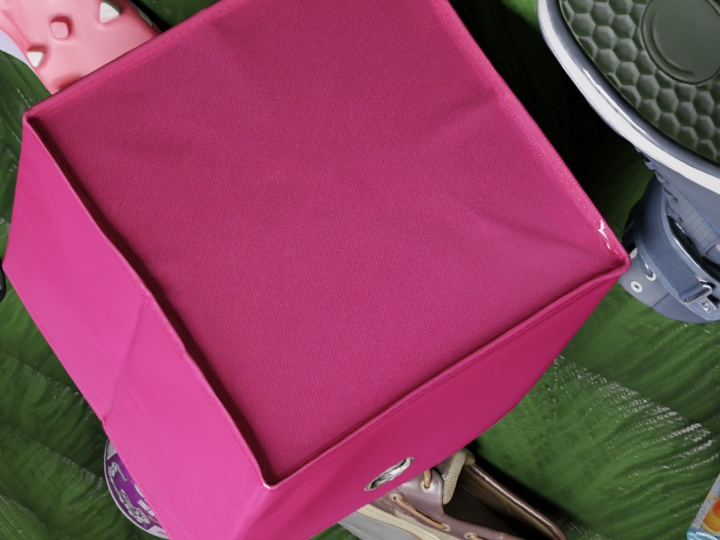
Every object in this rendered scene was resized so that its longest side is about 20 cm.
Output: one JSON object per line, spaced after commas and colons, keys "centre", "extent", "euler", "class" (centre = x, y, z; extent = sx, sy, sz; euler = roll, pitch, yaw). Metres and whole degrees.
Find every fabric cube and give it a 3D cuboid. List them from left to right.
{"centre": [-0.028, -0.002, 1.173], "extent": [0.200, 0.196, 0.199], "euler": [57, 160, 10], "class": "fabric cube"}

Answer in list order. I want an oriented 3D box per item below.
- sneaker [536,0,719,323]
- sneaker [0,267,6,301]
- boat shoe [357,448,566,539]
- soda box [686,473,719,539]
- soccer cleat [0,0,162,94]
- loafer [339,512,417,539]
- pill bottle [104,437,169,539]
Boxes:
{"centre": [0.128, -0.049, 1.097], "extent": [0.202, 0.077, 0.146], "euler": [37, 156, -16], "class": "sneaker"}
{"centre": [-0.330, -0.037, 1.809], "extent": [0.088, 0.076, 0.200], "euler": [-15, 135, 44], "class": "sneaker"}
{"centre": [0.045, 0.130, 1.638], "extent": [0.200, 0.072, 0.072], "euler": [40, 133, -5], "class": "boat shoe"}
{"centre": [0.233, 0.176, 1.470], "extent": [0.064, 0.068, 0.200], "euler": [23, 157, 23], "class": "soda box"}
{"centre": [-0.176, -0.139, 1.366], "extent": [0.200, 0.067, 0.076], "euler": [28, -169, -5], "class": "soccer cleat"}
{"centre": [0.009, 0.153, 1.712], "extent": [0.200, 0.070, 0.070], "euler": [33, 142, -15], "class": "loafer"}
{"centre": [-0.116, 0.128, 1.795], "extent": [0.112, 0.112, 0.200], "euler": [34, 159, -6], "class": "pill bottle"}
